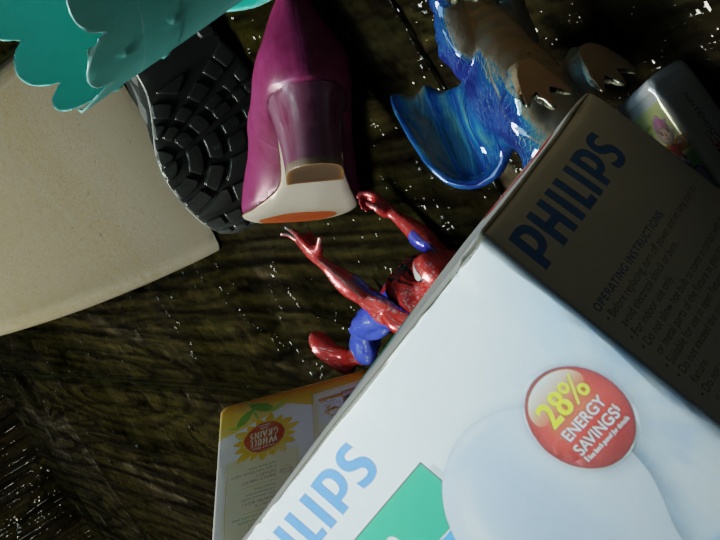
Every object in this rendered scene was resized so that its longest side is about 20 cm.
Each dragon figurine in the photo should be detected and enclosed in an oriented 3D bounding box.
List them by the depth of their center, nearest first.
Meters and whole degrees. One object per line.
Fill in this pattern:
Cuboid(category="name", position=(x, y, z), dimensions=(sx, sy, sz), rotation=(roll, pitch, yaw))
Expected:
Cuboid(category="dragon figurine", position=(0.052, -0.070, 0.764), dimensions=(0.200, 0.059, 0.099), rotation=(55, 149, 27))

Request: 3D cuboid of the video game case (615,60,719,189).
Cuboid(category="video game case", position=(0.145, 0.021, 0.803), dimensions=(0.182, 0.022, 0.200), rotation=(55, 163, 4))

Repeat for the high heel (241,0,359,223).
Cuboid(category="high heel", position=(-0.033, -0.083, 1.061), dimensions=(0.200, 0.067, 0.096), rotation=(136, 129, -76))

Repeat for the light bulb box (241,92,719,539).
Cuboid(category="light bulb box", position=(0.090, 0.085, 0.684), dimensions=(0.200, 0.125, 0.198), rotation=(38, 126, 3))

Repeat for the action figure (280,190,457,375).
Cuboid(category="action figure", position=(0.000, 0.000, 1.059), dimensions=(0.099, 0.065, 0.200), rotation=(45, 163, -5))

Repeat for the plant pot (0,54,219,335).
Cuboid(category="plant pot", position=(-0.253, -0.052, 1.445), dimensions=(0.200, 0.177, 0.200), rotation=(60, 162, -9))

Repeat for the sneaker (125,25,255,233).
Cuboid(category="sneaker", position=(-0.109, -0.120, 1.163), dimensions=(0.200, 0.076, 0.088), rotation=(64, 175, -12))

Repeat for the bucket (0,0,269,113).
Cuboid(category="bucket", position=(-0.134, -0.193, 0.964), dimensions=(0.207, 0.135, 0.207), rotation=(49, 160, 24))

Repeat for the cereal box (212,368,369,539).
Cuboid(category="cereal box", position=(-0.009, 0.133, 1.057), dimensions=(0.200, 0.144, 0.040), rotation=(-91, -16, -54))
